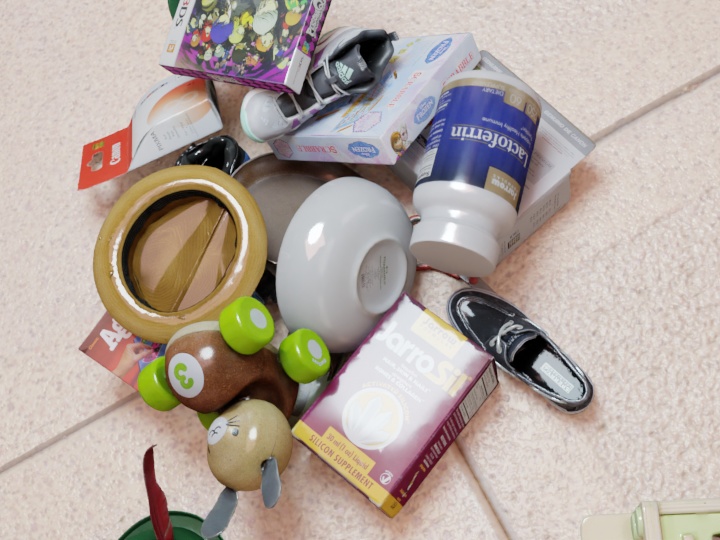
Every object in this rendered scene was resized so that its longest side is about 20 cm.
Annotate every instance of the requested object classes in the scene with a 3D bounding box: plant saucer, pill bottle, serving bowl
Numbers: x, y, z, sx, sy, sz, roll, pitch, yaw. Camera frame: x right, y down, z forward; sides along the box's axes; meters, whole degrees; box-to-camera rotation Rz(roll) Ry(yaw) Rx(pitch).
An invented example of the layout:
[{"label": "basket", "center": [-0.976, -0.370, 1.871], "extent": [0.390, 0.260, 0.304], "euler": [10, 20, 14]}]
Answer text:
[{"label": "plant saucer", "center": [-0.068, -0.066, 1.146], "extent": [0.199, 0.032, 0.201], "euler": [9, 49, -10]}, {"label": "pill bottle", "center": [0.121, -0.103, 1.026], "extent": [0.115, 0.116, 0.201], "euler": [11, 73, 15]}, {"label": "serving bowl", "center": [0.000, 0.000, 1.049], "extent": [0.066, 0.200, 0.201], "euler": [16, 71, 41]}]

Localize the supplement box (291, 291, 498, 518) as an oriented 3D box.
[{"label": "supplement box", "center": [0.042, 0.149, 1.044], "extent": [0.131, 0.103, 0.200], "euler": [35, 79, 21]}]

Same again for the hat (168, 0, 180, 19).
[{"label": "hat", "center": [-0.140, -0.384, 1.287], "extent": [0.199, 0.166, 0.177], "euler": [29, 42, -12]}]

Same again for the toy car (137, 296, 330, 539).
[{"label": "toy car", "center": [-0.127, 0.161, 0.957], "extent": [0.164, 0.157, 0.201], "euler": [-34, 43, 29]}]

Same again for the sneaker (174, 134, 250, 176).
[{"label": "sneaker", "center": [-0.213, -0.082, 1.176], "extent": [0.077, 0.111, 0.200], "euler": [39, 81, 21]}]

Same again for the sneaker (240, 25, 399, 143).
[{"label": "sneaker", "center": [-0.039, -0.218, 1.076], "extent": [0.200, 0.078, 0.140], "euler": [-45, 27, -18]}]

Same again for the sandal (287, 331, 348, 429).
[{"label": "sandal", "center": [-0.054, 0.093, 1.108], "extent": [0.079, 0.057, 0.202], "euler": [9, 71, 14]}]

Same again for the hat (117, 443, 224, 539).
[{"label": "hat", "center": [-0.234, 0.318, 0.991], "extent": [0.165, 0.176, 0.201], "euler": [-21, 67, 3]}]

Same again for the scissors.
[{"label": "scissors", "center": [0.129, -0.001, 1.132], "extent": [0.199, 0.014, 0.073], "euler": [28, 77, 20]}]

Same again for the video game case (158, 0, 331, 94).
[{"label": "video game case", "center": [-0.126, -0.303, 1.090], "extent": [0.199, 0.036, 0.182], "euler": [16, 86, 32]}]

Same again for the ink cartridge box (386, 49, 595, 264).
[{"label": "ink cartridge box", "center": [0.152, -0.137, 1.141], "extent": [0.175, 0.084, 0.200], "euler": [-40, 68, -7]}]

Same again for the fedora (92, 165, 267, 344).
[{"label": "fedora", "center": [-0.193, -0.014, 1.051], "extent": [0.199, 0.082, 0.202], "euler": [-1, 79, 3]}]

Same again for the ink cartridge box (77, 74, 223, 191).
[{"label": "ink cartridge box", "center": [-0.279, -0.190, 1.223], "extent": [0.199, 0.050, 0.162], "euler": [-22, 31, -1]}]

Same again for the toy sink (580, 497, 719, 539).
[{"label": "toy sink", "center": [0.322, 0.295, 0.928], "extent": [0.199, 0.112, 0.131], "euler": [-4, 68, 9]}]

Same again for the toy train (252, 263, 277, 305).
[{"label": "toy train", "center": [-0.177, 0.039, 1.142], "extent": [0.114, 0.087, 0.200], "euler": [42, 78, 14]}]

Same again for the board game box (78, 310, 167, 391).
[{"label": "board game box", "center": [-0.221, 0.037, 1.089], "extent": [0.103, 0.019, 0.201], "euler": [32, 76, 9]}]

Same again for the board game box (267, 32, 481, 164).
[{"label": "board game box", "center": [0.014, -0.208, 1.144], "extent": [0.199, 0.041, 0.200], "euler": [9, 51, 44]}]

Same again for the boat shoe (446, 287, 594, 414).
[{"label": "boat shoe", "center": [0.174, 0.084, 1.058], "extent": [0.200, 0.068, 0.072], "euler": [43, 90, 21]}]
